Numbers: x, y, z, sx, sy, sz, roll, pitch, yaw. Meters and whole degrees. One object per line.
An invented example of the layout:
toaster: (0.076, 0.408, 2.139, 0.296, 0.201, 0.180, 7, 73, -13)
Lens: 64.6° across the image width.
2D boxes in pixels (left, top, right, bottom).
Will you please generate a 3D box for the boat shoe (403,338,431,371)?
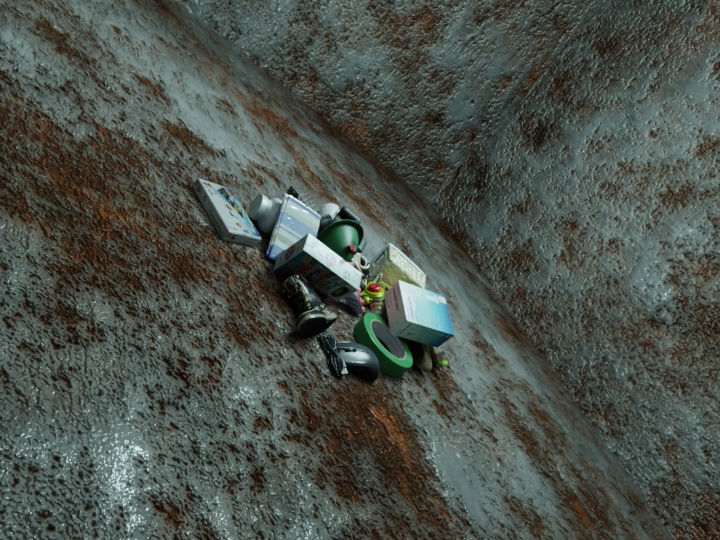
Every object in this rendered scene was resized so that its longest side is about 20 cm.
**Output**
boat shoe: (0.184, 0.243, 1.845, 0.064, 0.071, 0.203, 42, 24, -33)

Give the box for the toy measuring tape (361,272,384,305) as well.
toy measuring tape: (0.058, 0.064, 1.893, 0.074, 0.074, 0.200, 44, 32, 0)

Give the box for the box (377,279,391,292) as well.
box: (0.122, 0.096, 1.930, 0.075, 0.051, 0.199, 33, -1, -32)

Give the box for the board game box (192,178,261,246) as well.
board game box: (-0.358, -0.155, 1.529, 0.125, 0.035, 0.202, 14, 36, -57)

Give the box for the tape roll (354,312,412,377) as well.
tape roll: (0.068, 0.216, 1.663, 0.199, 0.048, 0.202, 41, 18, -16)

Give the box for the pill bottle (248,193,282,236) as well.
pill bottle: (-0.231, -0.142, 1.675, 0.198, 0.104, 0.105, 32, 21, -35)

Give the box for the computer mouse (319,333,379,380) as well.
computer mouse: (-0.010, 0.225, 1.463, 0.198, 0.053, 0.140, 28, 24, -43)

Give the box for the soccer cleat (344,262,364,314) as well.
soccer cleat: (-0.036, 0.057, 1.683, 0.203, 0.074, 0.068, 77, -4, -45)

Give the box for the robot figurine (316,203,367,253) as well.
robot figurine: (-0.071, -0.129, 1.888, 0.199, 0.151, 0.125, 41, -1, -9)

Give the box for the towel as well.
towel: (-0.189, -0.100, 1.621, 0.145, 0.023, 0.205, 30, 65, -37)

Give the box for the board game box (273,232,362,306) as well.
board game box: (-0.115, 0.004, 1.543, 0.198, 0.146, 0.066, 36, 47, -26)

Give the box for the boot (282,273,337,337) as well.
boot: (-0.143, 0.084, 1.435, 0.152, 0.073, 0.199, 51, 15, 13)

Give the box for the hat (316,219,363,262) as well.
hat: (-0.037, -0.032, 1.666, 0.198, 0.166, 0.178, 19, 31, -49)

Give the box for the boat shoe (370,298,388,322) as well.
boat shoe: (0.089, 0.161, 1.822, 0.199, 0.070, 0.078, 34, 51, -47)

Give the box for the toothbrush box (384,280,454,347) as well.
toothbrush box: (0.180, 0.136, 1.760, 0.196, 0.085, 0.150, 19, 45, -33)

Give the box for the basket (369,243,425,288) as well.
basket: (0.132, 0.027, 2.081, 0.199, 0.136, 0.124, 40, 22, -14)

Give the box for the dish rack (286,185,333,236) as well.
dish rack: (-0.172, -0.169, 1.811, 0.054, 0.155, 0.201, -23, 63, -33)

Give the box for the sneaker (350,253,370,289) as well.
sneaker: (0.000, 0.000, 1.871, 0.078, 0.080, 0.200, 43, 1, 23)

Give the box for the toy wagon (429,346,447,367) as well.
toy wagon: (0.237, 0.243, 1.922, 0.200, 0.039, 0.159, 119, -51, -85)
